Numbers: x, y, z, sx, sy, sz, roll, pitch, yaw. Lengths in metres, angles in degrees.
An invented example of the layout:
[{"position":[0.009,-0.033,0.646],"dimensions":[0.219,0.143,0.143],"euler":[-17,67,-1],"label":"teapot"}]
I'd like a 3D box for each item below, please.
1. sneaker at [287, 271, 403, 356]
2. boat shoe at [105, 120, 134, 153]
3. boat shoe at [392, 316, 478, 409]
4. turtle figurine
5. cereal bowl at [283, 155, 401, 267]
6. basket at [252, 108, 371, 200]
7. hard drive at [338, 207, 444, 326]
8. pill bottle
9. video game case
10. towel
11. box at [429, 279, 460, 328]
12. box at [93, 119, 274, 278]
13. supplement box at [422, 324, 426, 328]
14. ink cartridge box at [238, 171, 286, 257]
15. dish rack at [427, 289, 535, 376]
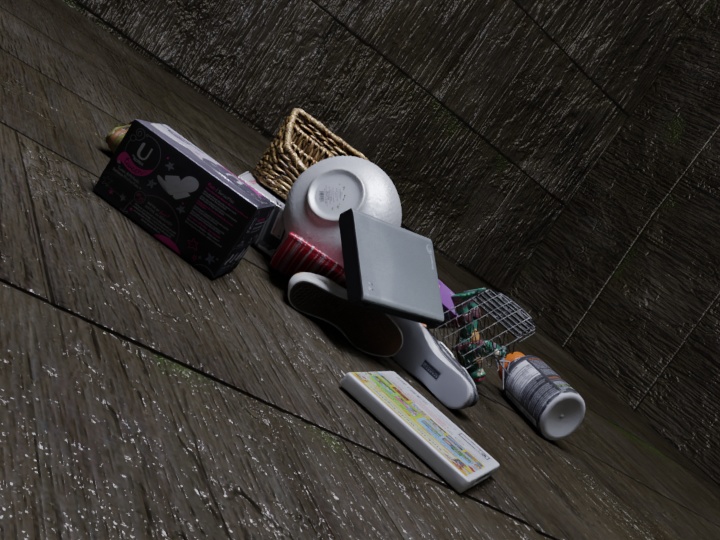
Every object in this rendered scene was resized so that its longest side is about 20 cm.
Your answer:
[{"position":[-0.021,0.056,1.360],"dimensions":[0.198,0.073,0.085],"euler":[33,11,-15],"label":"sneaker"},{"position":[-0.362,-0.217,1.479],"dimensions":[0.067,0.072,0.200],"euler":[36,8,-5],"label":"boat shoe"},{"position":[0.116,0.144,1.447],"dimensions":[0.200,0.072,0.067],"euler":[43,13,27],"label":"boat shoe"},{"position":[0.223,0.140,1.699],"dimensions":[0.150,0.099,0.205],"euler":[-16,93,-78],"label":"turtle figurine"},{"position":[-0.032,-0.100,1.430],"dimensions":[0.199,0.200,0.084],"euler":[38,-15,22],"label":"cereal bowl"},{"position":[-0.070,-0.171,1.585],"dimensions":[0.199,0.150,0.143],"euler":[36,4,-20],"label":"basket"},{"position":[0.049,-0.001,1.352],"dimensions":[0.198,0.033,0.143],"euler":[18,58,-48],"label":"hard drive"},{"position":[0.350,0.239,1.778],"dimensions":[0.105,0.107,0.200],"euler":[31,9,-31],"label":"pill bottle"},{"position":[0.080,0.201,1.153],"dimensions":[0.199,0.023,0.182],"euler":[40,9,19],"label":"video game case"},{"position":[-0.048,0.021,1.409],"dimensions":[0.198,0.023,0.145],"euler":[36,-23,-7],"label":"towel"},{"position":[0.114,0.053,1.752],"dimensions":[0.135,0.040,0.199],"euler":[-4,-32,42],"label":"box"},{"position":[-0.231,-0.100,1.209],"dimensions":[0.199,0.116,0.132],"euler":[36,8,1],"label":"box"},{"position":[0.060,0.081,1.599],"dimensions":[0.068,0.067,0.200],"euler":[30,8,-12],"label":"supplement box"},{"position":[-0.145,-0.077,1.561],"dimensions":[0.198,0.085,0.145],"euler":[36,7,-5],"label":"ink cartridge box"},{"position":[0.200,0.115,1.569],"dimensions":[0.153,0.197,0.055],"euler":[44,-28,42],"label":"dish rack"}]
